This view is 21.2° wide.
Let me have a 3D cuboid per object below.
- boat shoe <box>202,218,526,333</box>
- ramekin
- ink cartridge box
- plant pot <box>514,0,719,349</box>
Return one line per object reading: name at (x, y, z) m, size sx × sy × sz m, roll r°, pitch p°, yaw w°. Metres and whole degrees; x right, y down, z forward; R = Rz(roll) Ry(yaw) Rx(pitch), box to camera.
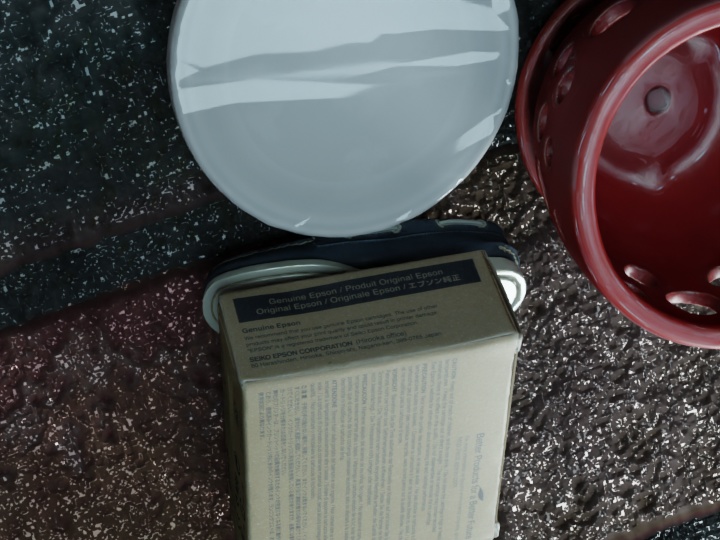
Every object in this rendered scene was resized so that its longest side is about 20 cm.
boat shoe at (0.000, 0.000, 1.151) m, size 0.198 × 0.062 × 0.075 m, roll -7°, pitch 136°, yaw -11°
ramekin at (-0.016, -0.130, 1.087) m, size 0.200 × 0.094 × 0.204 m, roll -5°, pitch 111°, yaw -12°
ink cartridge box at (0.002, 0.091, 1.145) m, size 0.163 × 0.075 × 0.201 m, roll -10°, pitch 137°, yaw -11°
plant pot at (0.188, -0.079, 1.108) m, size 0.198 × 0.183 × 0.202 m, roll -5°, pitch 112°, yaw -13°
